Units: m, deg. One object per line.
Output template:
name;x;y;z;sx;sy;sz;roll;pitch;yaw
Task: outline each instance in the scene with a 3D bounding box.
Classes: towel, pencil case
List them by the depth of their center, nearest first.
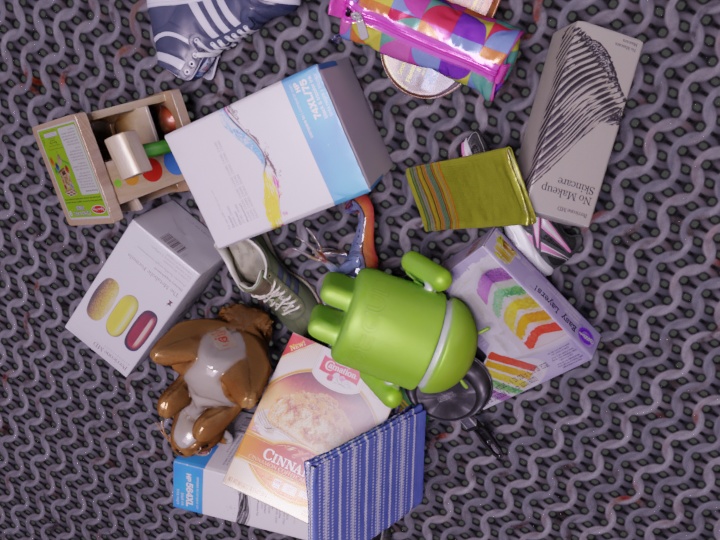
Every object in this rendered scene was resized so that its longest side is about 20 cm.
pencil case;0.069;-0.252;0.740;0.199;0.088;0.089;22;112;5
towel;0.116;-0.086;0.784;0.018;0.200;0.086;-29;104;-22
towel;0.009;0.251;0.821;0.024;0.200;0.145;14;110;41

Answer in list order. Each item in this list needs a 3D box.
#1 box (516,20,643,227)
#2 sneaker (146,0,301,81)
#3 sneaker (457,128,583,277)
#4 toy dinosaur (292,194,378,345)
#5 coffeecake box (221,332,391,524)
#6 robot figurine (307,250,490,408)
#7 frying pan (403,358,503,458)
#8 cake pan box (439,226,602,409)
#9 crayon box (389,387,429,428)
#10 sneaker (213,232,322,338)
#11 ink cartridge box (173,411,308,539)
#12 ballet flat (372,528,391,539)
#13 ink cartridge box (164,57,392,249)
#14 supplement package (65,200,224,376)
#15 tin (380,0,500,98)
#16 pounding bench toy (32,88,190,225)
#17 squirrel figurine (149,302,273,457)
box;0.226;-0.153;0.746;0.082;0.068;0.201;13;95;-9
sneaker;-0.161;-0.281;0.829;0.199;0.070;0.109;5;105;19
sneaker;0.190;-0.087;0.821;0.086;0.080;0.200;-33;107;9
toy dinosaur;0.000;0.000;0.889;0.199;0.105;0.182;24;103;-14
coffeecake box;-0.056;0.203;0.872;0.153;0.073;0.201;22;74;7
robot figurine;0.043;0.069;0.792;0.199;0.116;0.176;19;103;-4
frying pan;0.116;0.181;0.894;0.114;0.031;0.191;-5;119;15
cake pan box;0.156;0.066;0.852;0.184;0.052;0.200;47;136;-4
crayon box;-0.014;0.200;0.939;0.199;0.052;0.126;19;77;7
sneaker;-0.124;0.019;0.914;0.067;0.090;0.200;-31;100;20
ink cartridge box;-0.140;0.280;0.978;0.199;0.146;0.085;12;112;9
ballet flat;0.002;0.353;1.018;0.066;0.057;0.201;-6;107;16
ink cartridge box;-0.090;-0.139;0.821;0.199;0.147;0.146;-20;104;18
supplement package;-0.286;0.024;0.944;0.114;0.110;0.200;39;113;-1
tin;0.094;-0.294;0.782;0.112;0.042;0.201;23;113;1
pounding bench toy;-0.258;-0.140;0.828;0.200;0.156;0.125;2;113;45
squirrel figurine;-0.186;0.147;0.918;0.141;0.200;0.187;20;126;2
